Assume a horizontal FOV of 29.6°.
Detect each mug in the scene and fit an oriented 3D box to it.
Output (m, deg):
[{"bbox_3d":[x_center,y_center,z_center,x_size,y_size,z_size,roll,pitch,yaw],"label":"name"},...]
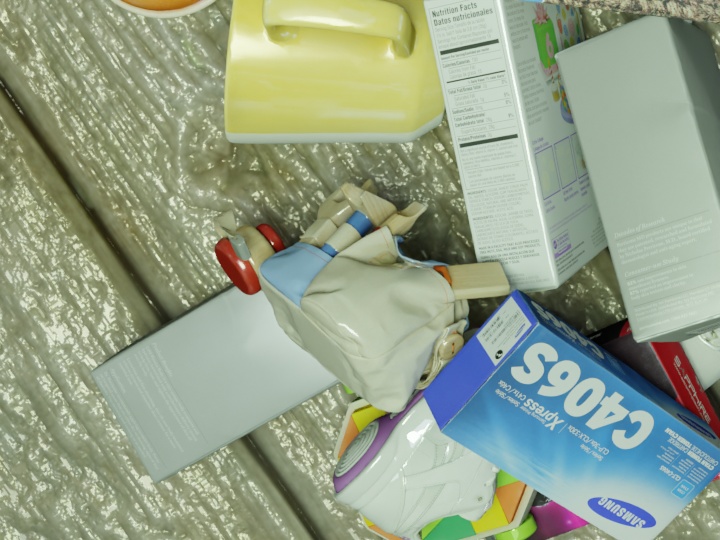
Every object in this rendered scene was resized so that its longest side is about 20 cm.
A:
[{"bbox_3d":[-0.012,-0.146,0.949,0.151,0.187,0.151,8,120,0],"label":"mug"}]

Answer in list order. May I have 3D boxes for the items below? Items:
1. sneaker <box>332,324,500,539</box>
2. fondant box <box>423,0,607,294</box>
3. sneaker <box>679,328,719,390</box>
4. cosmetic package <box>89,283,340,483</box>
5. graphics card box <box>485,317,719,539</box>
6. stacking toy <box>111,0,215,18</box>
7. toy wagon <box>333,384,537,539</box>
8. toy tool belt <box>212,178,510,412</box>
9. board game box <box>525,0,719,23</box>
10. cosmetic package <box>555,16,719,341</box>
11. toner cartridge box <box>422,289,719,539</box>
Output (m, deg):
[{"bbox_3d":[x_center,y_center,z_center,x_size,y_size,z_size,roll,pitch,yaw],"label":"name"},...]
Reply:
[{"bbox_3d":[0.075,0.110,0.944,0.100,0.075,0.200,42,110,-13],"label":"sneaker"},{"bbox_3d":[0.116,-0.100,0.942,0.058,0.144,0.202,-6,102,30],"label":"fondant box"},{"bbox_3d":[0.269,0.021,0.980,0.073,0.071,0.201,37,108,1],"label":"sneaker"},{"bbox_3d":[-0.095,0.068,1.053,0.199,0.090,0.108,-28,93,13],"label":"cosmetic package"},{"bbox_3d":[0.158,0.122,1.012,0.199,0.051,0.126,-26,97,31],"label":"graphics card box"},{"bbox_3d":[-0.163,-0.245,0.938,0.144,0.200,0.148,2,103,10],"label":"stacking toy"},{"bbox_3d":[0.075,0.129,1.000,0.199,0.040,0.156,-23,93,30],"label":"toy wagon"},{"bbox_3d":[0.000,0.000,0.928,0.123,0.200,0.125,-37,134,-17],"label":"toy tool belt"},{"bbox_3d":[0.176,-0.227,0.856,0.198,0.160,0.098,4,116,-13],"label":"board game box"},{"bbox_3d":[0.208,-0.061,0.909,0.090,0.106,0.202,-22,77,29],"label":"cosmetic package"},{"bbox_3d":[0.144,0.102,0.891,0.199,0.043,0.095,33,108,-30],"label":"toner cartridge box"}]
